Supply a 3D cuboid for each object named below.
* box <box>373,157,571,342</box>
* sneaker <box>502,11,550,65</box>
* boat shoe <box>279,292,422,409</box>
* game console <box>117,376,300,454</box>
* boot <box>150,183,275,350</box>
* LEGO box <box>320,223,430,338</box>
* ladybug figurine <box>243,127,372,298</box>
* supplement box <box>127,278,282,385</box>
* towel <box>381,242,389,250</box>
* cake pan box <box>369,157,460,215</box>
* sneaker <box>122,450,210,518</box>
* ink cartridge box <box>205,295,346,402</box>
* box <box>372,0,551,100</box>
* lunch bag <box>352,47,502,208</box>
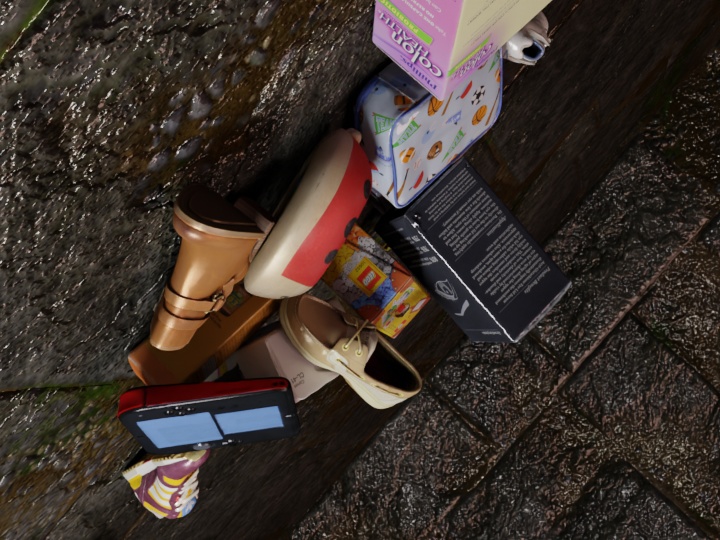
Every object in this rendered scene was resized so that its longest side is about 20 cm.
[{"bbox_3d":[0.130,-0.018,1.235,0.104,0.200,0.148,-44,-173,-12],"label":"box"},{"bbox_3d":[0.186,-0.275,1.221,0.075,0.087,0.200,-56,166,27],"label":"sneaker"},{"bbox_3d":[-0.006,0.083,1.157,0.066,0.200,0.075,-19,-135,40],"label":"boat shoe"},{"bbox_3d":[-0.155,0.158,1.095,0.175,0.031,0.200,-3,158,-1],"label":"game console"},{"bbox_3d":[-0.153,0.006,0.955,0.155,0.073,0.200,-54,169,7],"label":"boot"},{"bbox_3d":[0.000,0.000,1.280,0.077,0.149,0.200,-47,167,1],"label":"LEGO box"},{"bbox_3d":[-0.048,-0.053,1.063,0.201,0.072,0.136,-57,-169,14],"label":"ladybug figurine"},{"bbox_3d":[-0.156,0.056,1.127,0.200,0.066,0.069,-43,166,-16],"label":"supplement box"},{"bbox_3d":[0.076,-0.076,1.495,0.086,0.018,0.200,-50,180,33],"label":"towel"},{"bbox_3d":[0.080,-0.153,1.319,0.184,0.052,0.200,-46,167,1],"label":"cake pan box"},{"bbox_3d":[-0.230,0.265,1.319,0.075,0.091,0.200,-35,-177,-36],"label":"sneaker"},{"bbox_3d":[-0.115,0.117,1.232,0.199,0.086,0.147,-26,-177,40],"label":"ink cartridge box"},{"bbox_3d":[0.107,-0.284,0.921,0.176,0.097,0.200,-44,166,-17],"label":"box"},{"bbox_3d":[0.072,-0.168,1.128,0.200,0.075,0.161,-41,150,-23],"label":"lunch bag"}]
